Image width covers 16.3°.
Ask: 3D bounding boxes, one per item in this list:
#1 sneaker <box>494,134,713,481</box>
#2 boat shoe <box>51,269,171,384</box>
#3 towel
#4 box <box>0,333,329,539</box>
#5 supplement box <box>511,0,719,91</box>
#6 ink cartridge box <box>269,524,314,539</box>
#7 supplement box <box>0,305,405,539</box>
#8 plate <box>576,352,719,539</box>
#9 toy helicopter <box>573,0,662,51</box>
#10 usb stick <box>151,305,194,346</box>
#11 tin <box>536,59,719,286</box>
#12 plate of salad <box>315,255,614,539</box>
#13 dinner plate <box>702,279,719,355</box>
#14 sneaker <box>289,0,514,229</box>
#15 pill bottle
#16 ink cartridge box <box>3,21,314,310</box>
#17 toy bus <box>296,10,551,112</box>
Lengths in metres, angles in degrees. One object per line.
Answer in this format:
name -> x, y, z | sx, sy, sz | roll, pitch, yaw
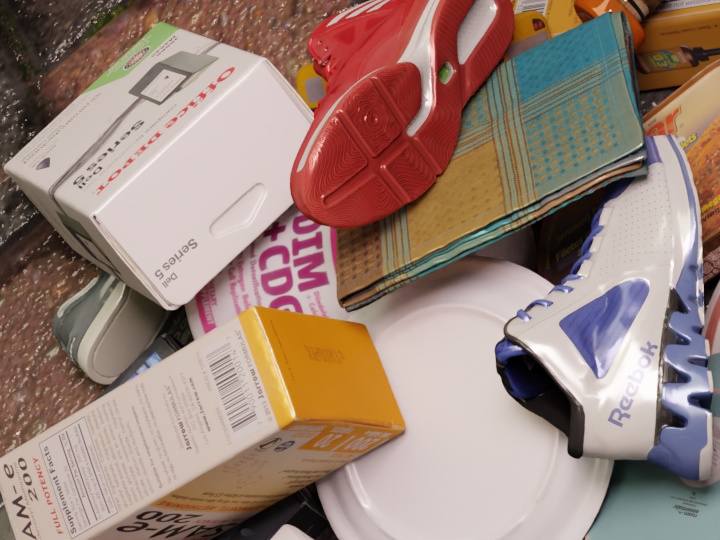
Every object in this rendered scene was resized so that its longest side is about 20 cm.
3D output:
sneaker -> 0.128, 0.019, 1.362 | 0.114, 0.081, 0.201 | -2, 61, 0
boat shoe -> -0.137, -0.020, 1.685 | 0.062, 0.073, 0.201 | 33, 88, 40
towel -> 0.072, -0.064, 1.435 | 0.199, 0.022, 0.147 | -27, 35, 20
box -> -0.140, 0.164, 1.555 | 0.200, 0.044, 0.160 | -43, 59, 2
supplement box -> 0.171, -0.155, 1.561 | 0.199, 0.067, 0.069 | -3, 56, 33
ink cartridge box -> -0.018, 0.261, 1.397 | 0.146, 0.085, 0.200 | -47, 43, -1
supplement box -> -0.092, 0.101, 1.434 | 0.199, 0.126, 0.074 | -31, 70, 25
plate -> 0.182, 0.131, 1.360 | 0.200, 0.026, 0.201 | -27, 47, 34
toy helicopter -> 0.114, -0.223, 1.510 | 0.079, 0.132, 0.200 | -45, 43, -2
usb stick -> -0.122, 0.066, 1.643 | 0.055, 0.033, 0.201 | 15, 70, 47
tin -> 0.188, -0.045, 1.466 | 0.200, 0.042, 0.112 | -38, 47, 27
plate of salad -> 0.061, 0.092, 1.445 | 0.199, 0.048, 0.202 | -5, 80, 30
dinner plate -> 0.266, 0.036, 1.369 | 0.200, 0.024, 0.201 | -30, 46, 35
sneaker -> 0.001, -0.094, 1.468 | 0.115, 0.079, 0.200 | -7, 34, 50
pill bottle -> 0.000, 0.000, 1.542 | 0.199, 0.113, 0.114 | -16, 52, 27
ink cartridge box -> -0.120, -0.069, 1.560 | 0.145, 0.084, 0.200 | -44, 24, -10
toy bus -> 0.060, -0.109, 1.553 | 0.199, 0.065, 0.079 | -9, 99, 38
